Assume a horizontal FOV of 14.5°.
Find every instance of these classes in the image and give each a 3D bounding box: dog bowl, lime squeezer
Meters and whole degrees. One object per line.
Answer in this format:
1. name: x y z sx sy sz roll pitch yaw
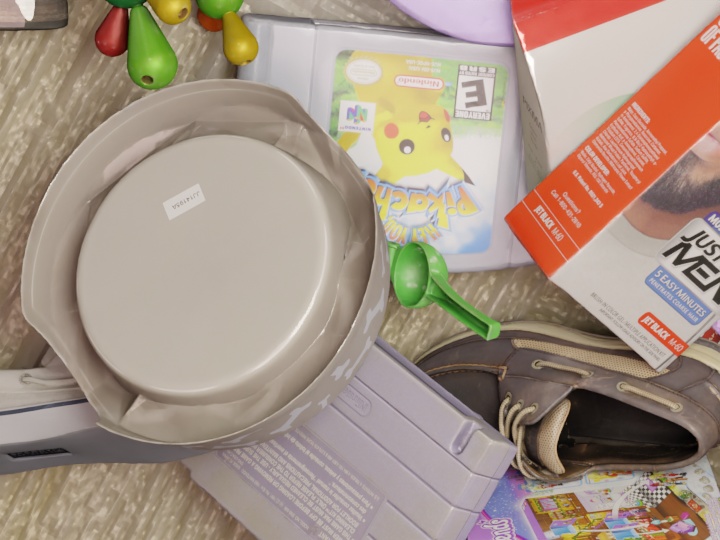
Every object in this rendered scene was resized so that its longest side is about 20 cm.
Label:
1. dog bowl: -0.075 0.002 1.469 0.200 0.059 0.200 -7 68 18
2. lime squeezer: 0.000 0.000 1.514 0.200 0.071 0.038 22 122 26

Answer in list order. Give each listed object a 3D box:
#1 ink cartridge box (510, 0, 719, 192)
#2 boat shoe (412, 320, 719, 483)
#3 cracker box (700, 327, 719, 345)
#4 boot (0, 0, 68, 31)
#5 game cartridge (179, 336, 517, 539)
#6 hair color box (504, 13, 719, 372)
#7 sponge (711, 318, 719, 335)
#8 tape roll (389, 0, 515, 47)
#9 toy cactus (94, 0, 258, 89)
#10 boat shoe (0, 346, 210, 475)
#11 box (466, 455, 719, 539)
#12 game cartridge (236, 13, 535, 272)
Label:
1. ink cartridge box: 0.159 -0.121 1.457 0.161 0.050 0.200 -21 141 -10
2. boat shoe: 0.106 0.073 1.527 0.200 0.073 0.075 -4 115 25
3. cracker box: 0.269 0.044 1.555 0.200 0.058 0.134 41 99 -6
4. boot: -0.236 -0.219 1.508 0.200 0.069 0.174 1 101 -10
5. game cartridge: -0.016 0.096 1.521 0.200 0.038 0.130 38 108 38
6. hair color box: 0.187 -0.053 1.458 0.200 0.064 0.111 -44 131 9
7. sponge: 0.286 0.057 1.513 0.112 0.030 0.200 -41 97 7
8. tape roll: 0.080 -0.221 1.491 0.200 0.085 0.200 0 101 1
9. toy cactus: -0.109 -0.200 1.486 0.165 0.102 0.200 21 89 -10
10. boat shoe: -0.153 0.061 1.554 0.202 0.075 0.086 -8 68 18
11. box: 0.124 0.138 1.503 0.137 0.200 0.039 -7 107 2
12. game cartridge: 0.029 -0.066 1.548 0.200 0.040 0.133 5 105 0
